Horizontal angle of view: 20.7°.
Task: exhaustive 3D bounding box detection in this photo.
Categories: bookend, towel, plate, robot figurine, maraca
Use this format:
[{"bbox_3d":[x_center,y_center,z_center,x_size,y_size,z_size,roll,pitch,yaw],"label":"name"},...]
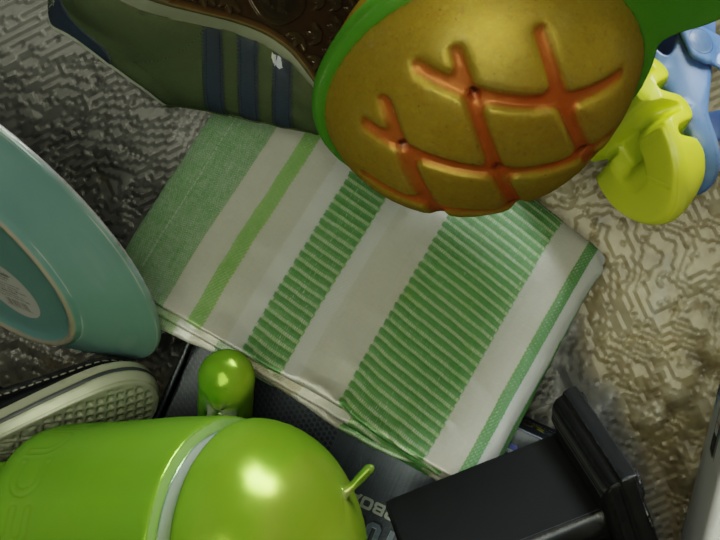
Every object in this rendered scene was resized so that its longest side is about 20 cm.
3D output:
[{"bbox_3d":[0.044,0.187,0.853,0.197,0.092,0.201,-20,112,-3],"label":"bookend"},{"bbox_3d":[0.000,0.000,0.921,0.199,0.023,0.153,29,67,8],"label":"towel"},{"bbox_3d":[-0.176,-0.020,0.893,0.200,0.200,0.026,36,66,5],"label":"plate"},{"bbox_3d":[-0.084,0.122,0.852,0.199,0.116,0.177,-5,62,33],"label":"robot figurine"},{"bbox_3d":[0.066,-0.094,0.826,0.200,0.136,0.108,-38,47,35],"label":"maraca"}]

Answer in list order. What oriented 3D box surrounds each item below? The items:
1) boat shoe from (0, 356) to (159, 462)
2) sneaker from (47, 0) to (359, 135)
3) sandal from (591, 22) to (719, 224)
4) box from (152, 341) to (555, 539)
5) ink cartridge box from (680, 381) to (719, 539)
[{"bbox_3d":[-0.186,0.078,0.945,0.199,0.075,0.063,-24,59,22],"label":"boat shoe"},{"bbox_3d":[-0.054,-0.104,0.912,0.199,0.090,0.068,24,62,-28],"label":"sneaker"},{"bbox_3d":[0.125,-0.121,0.914,0.087,0.079,0.201,-17,81,-29],"label":"sandal"},{"bbox_3d":[-0.010,0.117,0.943,0.199,0.051,0.159,25,96,6],"label":"box"},{"bbox_3d":[0.232,0.061,0.860,0.145,0.146,0.202,14,94,7],"label":"ink cartridge box"}]
